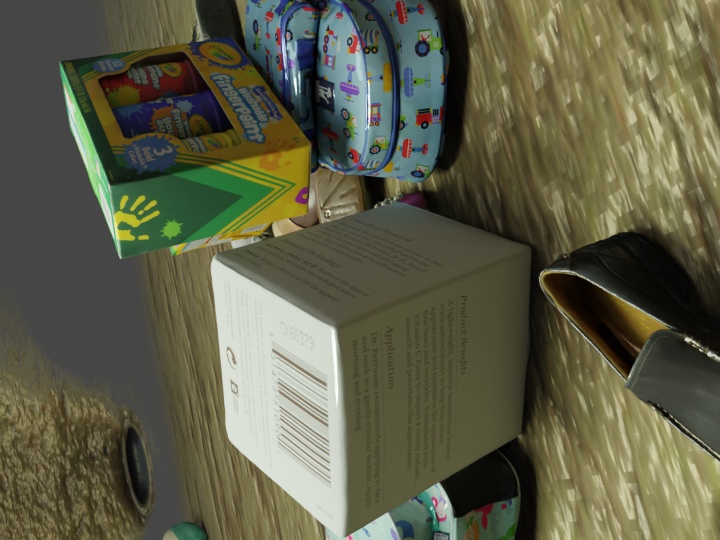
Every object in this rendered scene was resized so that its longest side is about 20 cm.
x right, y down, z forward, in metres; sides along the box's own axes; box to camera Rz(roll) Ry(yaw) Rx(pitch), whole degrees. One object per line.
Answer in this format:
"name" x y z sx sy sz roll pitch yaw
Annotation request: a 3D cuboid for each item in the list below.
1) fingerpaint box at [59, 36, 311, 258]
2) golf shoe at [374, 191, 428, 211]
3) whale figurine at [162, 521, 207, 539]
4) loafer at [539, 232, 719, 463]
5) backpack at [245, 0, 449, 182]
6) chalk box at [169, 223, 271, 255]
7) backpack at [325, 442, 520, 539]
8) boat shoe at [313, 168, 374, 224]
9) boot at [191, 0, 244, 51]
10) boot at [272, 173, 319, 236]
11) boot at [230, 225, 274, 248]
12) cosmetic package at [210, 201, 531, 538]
"fingerpaint box" -0.154 -0.117 0.714 0.201 0.163 0.075 -124 29 -41
"golf shoe" 0.000 0.000 0.811 0.198 0.075 0.092 -34 95 31
"whale figurine" -0.421 0.736 2.129 0.203 0.103 0.158 59 158 -10
"loafer" 0.175 0.057 0.462 0.201 0.071 0.074 -127 36 -46
"backpack" -0.009 -0.166 0.735 0.200 0.132 0.187 44 139 50
"chalk box" -0.184 -0.140 0.986 0.124 0.121 0.205 -27 79 66
"backpack" 0.052 0.234 0.740 0.177 0.147 0.205 37 137 56
"boat shoe" -0.003 -0.016 0.876 0.071 0.062 0.206 -1 98 21
"boot" -0.220 -0.295 1.260 0.154 0.072 0.209 139 123 -67
"boot" -0.071 -0.152 0.999 0.166 0.071 0.204 -42 56 48
"boot" -0.121 -0.027 1.146 0.203 0.072 0.096 64 147 16
"cosmetic package" 0.011 0.061 0.654 0.163 0.197 0.169 24 122 46
